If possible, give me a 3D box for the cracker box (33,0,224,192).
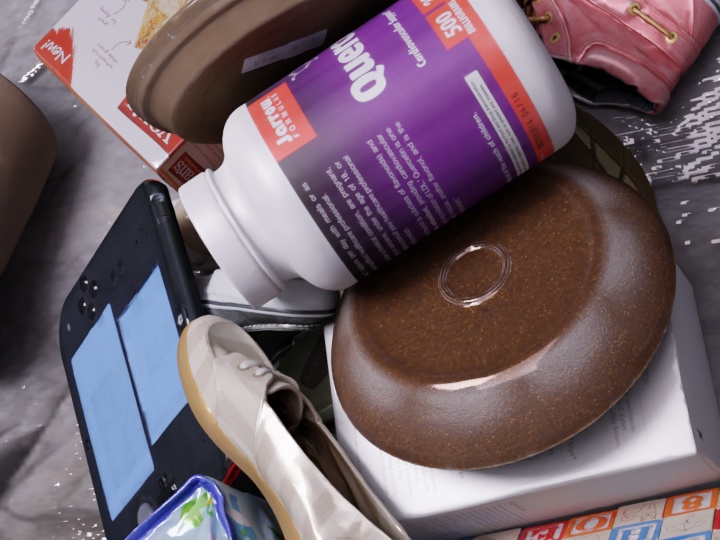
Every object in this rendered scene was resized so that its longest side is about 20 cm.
[{"bbox_3d":[-0.092,-0.163,0.982,0.200,0.058,0.134,-47,65,-2],"label":"cracker box"}]

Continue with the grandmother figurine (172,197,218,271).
[{"bbox_3d":[-0.058,-0.049,0.971,0.199,0.121,0.061,-22,97,38],"label":"grandmother figurine"}]

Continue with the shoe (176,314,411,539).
[{"bbox_3d":[-0.034,0.095,0.833,0.053,0.070,0.200,-47,59,22],"label":"shoe"}]

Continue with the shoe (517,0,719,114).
[{"bbox_3d":[0.121,-0.169,0.956,0.199,0.072,0.091,27,80,25],"label":"shoe"}]

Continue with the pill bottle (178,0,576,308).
[{"bbox_3d":[0.007,-0.066,0.817,0.199,0.113,0.113,-33,61,2],"label":"pill bottle"}]

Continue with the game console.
[{"bbox_3d":[-0.136,0.071,0.962,0.177,0.031,0.201,-53,49,48],"label":"game console"}]

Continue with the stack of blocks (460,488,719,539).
[{"bbox_3d":[0.122,0.175,0.804,0.199,0.115,0.059,-15,100,21],"label":"stack of blocks"}]

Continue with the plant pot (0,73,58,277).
[{"bbox_3d":[-0.304,-0.055,1.064,0.199,0.201,0.175,21,65,29],"label":"plant pot"}]

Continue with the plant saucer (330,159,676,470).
[{"bbox_3d":[0.066,0.010,0.823,0.199,0.037,0.201,-18,46,19],"label":"plant saucer"}]

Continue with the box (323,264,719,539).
[{"bbox_3d":[0.093,0.075,0.870,0.199,0.097,0.125,-16,66,20],"label":"box"}]

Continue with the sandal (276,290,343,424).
[{"bbox_3d":[0.000,0.001,0.961,0.079,0.057,0.202,20,81,29],"label":"sandal"}]

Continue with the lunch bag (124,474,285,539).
[{"bbox_3d":[-0.091,0.231,0.860,0.200,0.170,0.128,-43,58,5],"label":"lunch bag"}]

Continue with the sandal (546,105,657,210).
[{"bbox_3d":[0.097,-0.076,0.936,0.200,0.080,0.054,39,126,19],"label":"sandal"}]

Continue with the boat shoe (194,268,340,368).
[{"bbox_3d":[-0.069,0.037,0.947,0.200,0.072,0.072,-10,77,63],"label":"boat shoe"}]

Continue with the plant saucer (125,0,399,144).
[{"bbox_3d":[-0.034,-0.125,0.855,0.199,0.200,0.030,-30,77,13],"label":"plant saucer"}]
